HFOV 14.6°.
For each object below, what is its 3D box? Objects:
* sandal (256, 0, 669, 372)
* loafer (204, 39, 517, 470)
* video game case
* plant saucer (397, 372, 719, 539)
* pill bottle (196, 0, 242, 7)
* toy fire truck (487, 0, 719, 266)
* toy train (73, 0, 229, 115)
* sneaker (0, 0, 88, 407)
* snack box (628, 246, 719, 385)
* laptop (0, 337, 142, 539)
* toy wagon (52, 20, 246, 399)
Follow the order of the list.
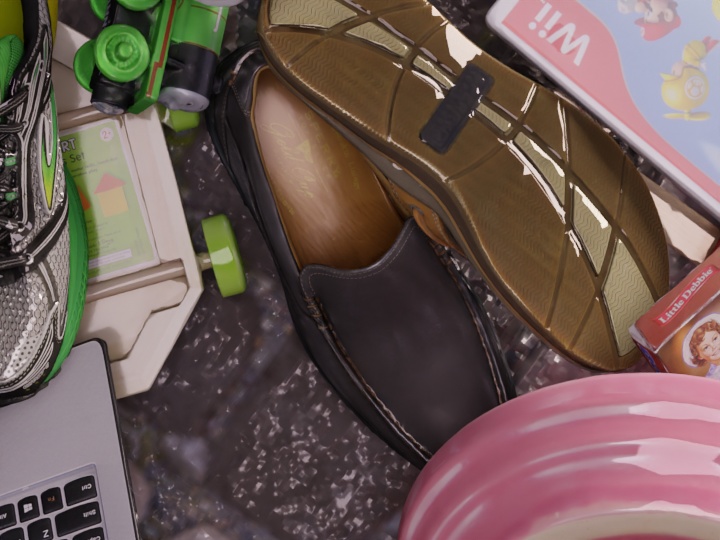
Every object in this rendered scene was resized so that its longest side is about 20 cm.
[{"bbox_3d":[0.039,-0.041,1.079,0.200,0.054,0.080,41,66,-1],"label":"sandal"},{"bbox_3d":[0.000,0.000,1.110,0.073,0.072,0.201,-34,93,-1],"label":"loafer"},{"bbox_3d":[0.164,-0.127,1.071,0.143,0.017,0.200,40,91,3],"label":"video game case"},{"bbox_3d":[0.111,0.127,1.073,0.199,0.051,0.201,4,130,5],"label":"plant saucer"},{"bbox_3d":[-0.006,-0.191,1.051,0.111,0.111,0.200,46,65,-3],"label":"pill bottle"},{"bbox_3d":[0.109,-0.083,1.110,0.199,0.049,0.142,21,92,7],"label":"toy fire truck"},{"bbox_3d":[-0.065,-0.153,1.099,0.056,0.042,0.201,15,78,-19],"label":"toy train"},{"bbox_3d":[-0.148,-0.048,1.059,0.077,0.085,0.202,-6,92,-1],"label":"sneaker"},{"bbox_3d":[0.194,-0.015,1.062,0.200,0.024,0.072,-41,123,-6],"label":"snack box"},{"bbox_3d":[-0.181,0.117,1.015,0.186,0.116,0.201,-19,59,10],"label":"laptop"},{"bbox_3d":[-0.138,-0.042,1.121,0.154,0.040,0.201,-15,92,-2],"label":"toy wagon"}]
